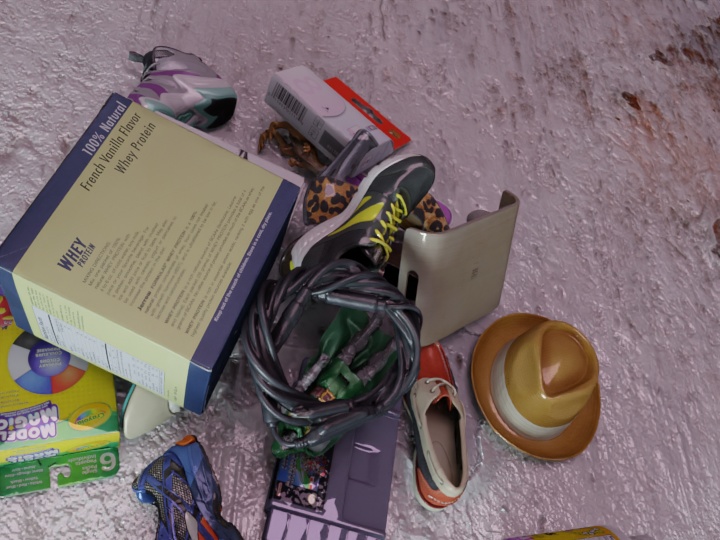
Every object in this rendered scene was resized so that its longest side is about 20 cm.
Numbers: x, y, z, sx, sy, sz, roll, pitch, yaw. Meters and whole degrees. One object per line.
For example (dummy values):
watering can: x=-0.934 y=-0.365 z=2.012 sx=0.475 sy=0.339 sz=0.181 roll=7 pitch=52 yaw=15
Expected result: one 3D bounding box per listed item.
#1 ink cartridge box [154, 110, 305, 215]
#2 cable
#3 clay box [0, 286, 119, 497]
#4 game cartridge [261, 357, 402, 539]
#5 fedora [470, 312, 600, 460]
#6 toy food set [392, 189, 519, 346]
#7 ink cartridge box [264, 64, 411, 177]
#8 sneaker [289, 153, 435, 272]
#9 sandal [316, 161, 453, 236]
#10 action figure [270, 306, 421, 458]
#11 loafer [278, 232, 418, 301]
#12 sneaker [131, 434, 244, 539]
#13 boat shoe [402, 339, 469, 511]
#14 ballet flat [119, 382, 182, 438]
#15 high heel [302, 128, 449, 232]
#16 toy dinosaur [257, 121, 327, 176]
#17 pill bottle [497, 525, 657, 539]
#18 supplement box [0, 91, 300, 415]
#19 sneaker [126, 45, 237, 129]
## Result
ink cartridge box: x=-0.180 y=-0.072 z=0.831 sx=0.195 sy=0.085 sz=0.147 roll=23 pitch=54 yaw=-5
cable: x=-0.022 y=0.071 z=0.701 sx=0.196 sy=0.051 sz=0.167 roll=-18 pitch=83 yaw=-29
clay box: x=-0.298 y=0.104 z=0.691 sx=0.112 sy=0.048 sz=0.204 roll=-5 pitch=60 yaw=-24
game cartridge: x=-0.026 y=0.200 z=0.750 sx=0.127 sy=0.039 sz=0.204 roll=21 pitch=53 yaw=-14
fedora: x=0.230 y=0.126 z=0.870 sx=0.195 sy=0.082 sz=0.205 roll=10 pitch=55 yaw=-15
toy food set: x=0.115 y=-0.008 z=0.863 sx=0.060 sy=0.147 sz=0.197 roll=29 pitch=36 yaw=36
ink cartridge box: x=-0.018 y=-0.222 z=0.985 sx=0.162 sy=0.058 sz=0.200 roll=41 pitch=40 yaw=8
sneaker: x=0.016 y=-0.042 z=0.780 sx=0.200 sy=0.075 sz=0.085 roll=-44 pitch=42 yaw=-3
sandal: x=0.037 y=-0.098 z=0.959 sx=0.197 sy=0.050 sz=0.084 roll=16 pitch=53 yaw=-9
action figure: x=-0.025 y=0.123 z=0.751 sx=0.118 sy=0.055 sz=0.200 roll=42 pitch=56 yaw=5
loafer: x=0.000 y=0.000 z=0.854 sx=0.194 sy=0.075 sz=0.072 roll=1 pitch=35 yaw=-22
sneaker: x=-0.148 y=0.256 z=0.647 sx=0.077 sy=0.076 sz=0.202 roll=-21 pitch=60 yaw=-22
boat shoe: x=0.086 y=0.161 z=0.802 sx=0.069 sy=0.063 sz=0.205 roll=9 pitch=54 yaw=-14
ballet flat: x=-0.174 y=0.086 z=0.736 sx=0.068 sy=0.070 sz=0.203 roll=25 pitch=53 yaw=-4
high heel: x=0.023 y=-0.051 z=0.861 sx=0.200 sy=0.071 sz=0.144 roll=45 pitch=63 yaw=-14
toy dinosaur: x=-0.084 y=-0.179 z=0.973 sx=0.104 sy=0.061 sz=0.203 roll=11 pitch=42 yaw=-29
pill bottle: x=0.222 y=0.320 z=0.726 sx=0.194 sy=0.105 sz=0.107 roll=2 pitch=57 yaw=-22
supplement box: x=-0.190 y=-0.013 z=0.666 sx=0.196 sy=0.135 sz=0.204 roll=25 pitch=59 yaw=-4
sneaker: x=-0.270 y=-0.232 z=0.912 sx=0.198 sy=0.078 sz=0.141 roll=-26 pitch=69 yaw=-43
